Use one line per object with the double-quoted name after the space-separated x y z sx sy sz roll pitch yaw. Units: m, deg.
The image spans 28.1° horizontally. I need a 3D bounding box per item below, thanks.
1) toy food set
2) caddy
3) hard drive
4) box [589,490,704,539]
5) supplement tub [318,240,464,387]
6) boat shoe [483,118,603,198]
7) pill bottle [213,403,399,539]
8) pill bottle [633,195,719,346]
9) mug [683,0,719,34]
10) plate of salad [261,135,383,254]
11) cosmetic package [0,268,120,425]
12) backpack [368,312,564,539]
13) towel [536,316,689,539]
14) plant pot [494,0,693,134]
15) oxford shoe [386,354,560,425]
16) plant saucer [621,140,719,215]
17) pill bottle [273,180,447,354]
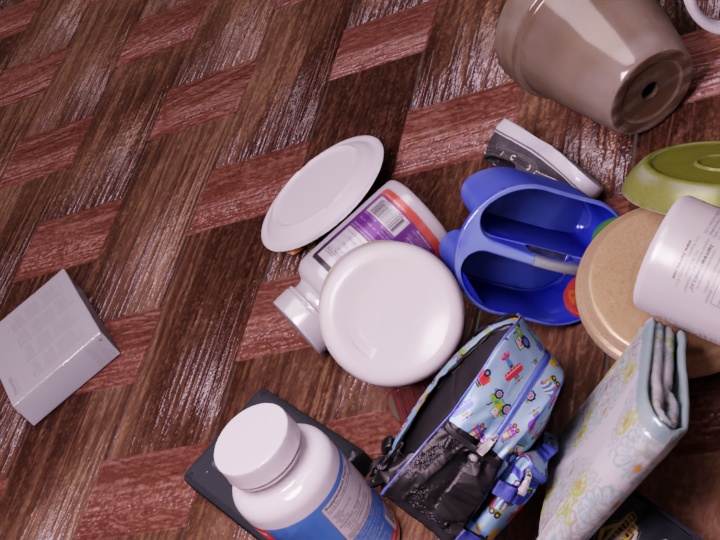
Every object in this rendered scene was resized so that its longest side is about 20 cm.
0.301 0.018 1.389 0.198 0.049 0.200 -22 59 -2 "toy food set"
0.179 -0.022 1.470 0.142 0.200 0.105 -70 25 16 "caddy"
-0.093 0.218 1.569 0.140 0.033 0.200 -48 37 -14 "hard drive"
0.213 0.296 1.213 0.200 0.046 0.159 -43 35 -8 "box"
0.029 0.041 1.503 0.145 0.145 0.200 -38 2 0 "supplement tub"
0.202 -0.113 1.656 0.066 0.070 0.200 -55 39 7 "boat shoe"
-0.055 0.219 1.394 0.112 0.200 0.112 -23 38 20 "pill bottle"
0.355 0.022 1.281 0.200 0.114 0.114 26 66 19 "pill bottle"
0.450 -0.336 1.581 0.200 0.175 0.148 -30 40 15 "mug"
-0.044 -0.094 1.855 0.200 0.048 0.200 -32 29 21 "plate of salad"
-0.424 0.101 1.961 0.151 0.052 0.200 -38 36 -4 "cosmetic package"
0.116 0.142 1.317 0.200 0.134 0.183 -53 -4 4 "backpack"
0.224 0.146 1.264 0.171 0.048 0.200 -58 1 27 "towel"
0.284 -0.252 1.653 0.200 0.200 0.174 -38 53 0 "plant pot"
0.118 0.125 1.483 0.200 0.071 0.075 -10 14 38 "oxford shoe"
0.361 -0.095 1.437 0.200 0.031 0.200 -4 20 2 "plant saucer"
0.000 0.000 1.660 0.200 0.111 0.111 -42 36 -5 "pill bottle"
